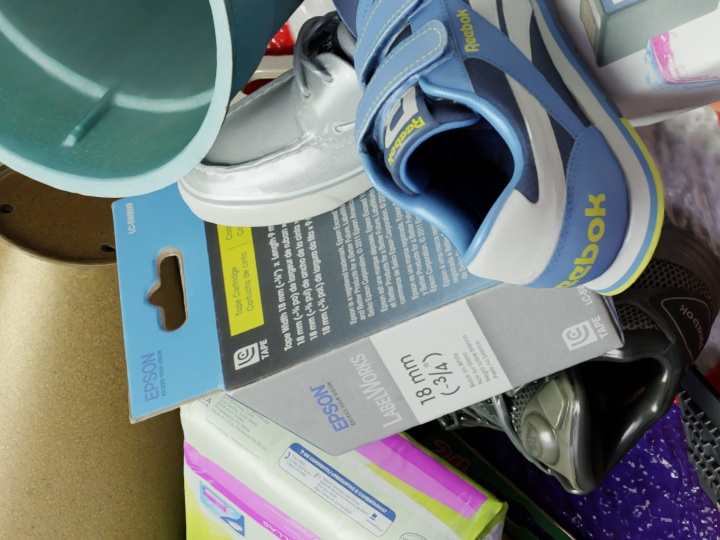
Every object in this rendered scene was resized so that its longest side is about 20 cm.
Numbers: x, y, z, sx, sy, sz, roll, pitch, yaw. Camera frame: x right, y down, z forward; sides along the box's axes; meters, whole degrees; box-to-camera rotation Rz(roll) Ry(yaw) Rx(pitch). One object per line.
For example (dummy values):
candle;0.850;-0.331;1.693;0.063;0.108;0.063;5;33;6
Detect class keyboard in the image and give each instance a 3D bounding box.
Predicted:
keyboard;0.184;0.127;1.293;0.200;0.021;0.127;-121;9;-65

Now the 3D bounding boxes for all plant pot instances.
plant pot;-0.083;-0.168;1.226;0.200;0.196;0.201;22;135;23
plant pot;-0.157;0.050;1.458;0.186;0.186;0.201;27;126;20

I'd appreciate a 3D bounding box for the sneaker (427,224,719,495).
sneaker;0.059;0.048;1.317;0.199;0.114;0.076;-11;122;28

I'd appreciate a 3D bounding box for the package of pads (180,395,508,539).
package of pads;-0.007;0.129;1.400;0.154;0.068;0.200;35;157;15

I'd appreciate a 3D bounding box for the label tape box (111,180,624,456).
label tape box;0.000;0.000;1.268;0.199;0.144;0.063;-21;131;10

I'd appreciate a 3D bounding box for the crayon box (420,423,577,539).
crayon box;0.037;0.177;1.527;0.127;0.051;0.200;40;139;7

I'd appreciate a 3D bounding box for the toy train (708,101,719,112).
toy train;0.173;-0.037;1.230;0.200;0.056;0.150;49;139;-5

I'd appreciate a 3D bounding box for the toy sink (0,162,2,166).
toy sink;-0.242;-0.036;1.536;0.200;0.112;0.131;36;139;10

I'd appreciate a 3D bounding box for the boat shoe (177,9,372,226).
boat shoe;0.006;-0.083;1.242;0.200;0.070;0.072;-21;135;13

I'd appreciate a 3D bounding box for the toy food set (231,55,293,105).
toy food set;-0.009;-0.011;1.414;0.143;0.060;0.201;0;125;26

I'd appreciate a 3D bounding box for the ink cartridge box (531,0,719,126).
ink cartridge box;0.136;-0.144;1.109;0.200;0.087;0.146;-18;83;49

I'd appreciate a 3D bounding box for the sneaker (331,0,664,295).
sneaker;0.033;-0.072;1.113;0.200;0.082;0.074;54;135;32
